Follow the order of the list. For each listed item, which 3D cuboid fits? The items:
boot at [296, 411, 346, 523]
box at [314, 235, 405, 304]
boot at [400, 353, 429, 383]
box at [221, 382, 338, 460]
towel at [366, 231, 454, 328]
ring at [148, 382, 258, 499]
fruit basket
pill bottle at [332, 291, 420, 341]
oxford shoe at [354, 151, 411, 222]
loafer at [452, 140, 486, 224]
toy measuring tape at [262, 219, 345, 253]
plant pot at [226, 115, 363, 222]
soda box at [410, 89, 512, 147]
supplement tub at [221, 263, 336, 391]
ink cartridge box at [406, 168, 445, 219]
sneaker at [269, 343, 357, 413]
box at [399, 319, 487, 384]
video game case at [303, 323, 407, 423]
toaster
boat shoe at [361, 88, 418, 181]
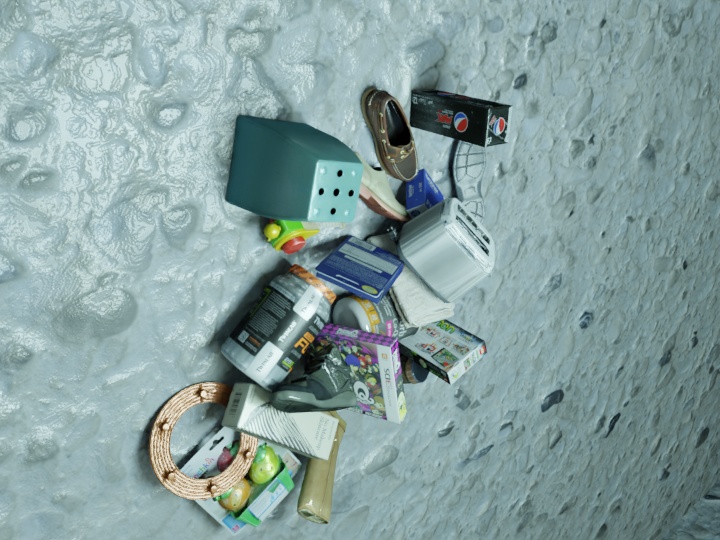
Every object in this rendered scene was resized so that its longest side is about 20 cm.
[{"bbox_3d":[-0.089,0.366,1.331,0.175,0.065,0.202,47,45,-43],"label":"boot"},{"bbox_3d":[0.000,0.000,1.206,0.200,0.120,0.033,-46,158,-64],"label":"box"},{"bbox_3d":[0.118,0.180,1.500,0.075,0.096,0.200,61,37,-12],"label":"boot"},{"bbox_3d":[-0.141,0.271,1.226,0.199,0.068,0.083,28,68,-31],"label":"box"},{"bbox_3d":[0.100,0.012,1.332,0.131,0.202,0.034,-13,159,-39],"label":"towel"},{"bbox_3d":[-0.267,0.297,1.193,0.198,0.019,0.204,2,87,-33],"label":"ring"},{"bbox_3d":[-0.219,0.376,1.273,0.185,0.093,0.201,-43,128,-17],"label":"fruit basket"},{"bbox_3d":[0.052,0.087,1.357,0.198,0.116,0.118,-17,120,-34],"label":"pill bottle"},{"bbox_3d":[0.039,-0.149,1.273,0.199,0.070,0.075,31,81,-47],"label":"oxford shoe"},{"bbox_3d":[0.220,-0.189,1.426,0.071,0.063,0.203,-7,106,-7],"label":"loafer"},{"bbox_3d":[-0.105,-0.068,1.200,0.199,0.073,0.075,-10,117,-57],"label":"toy measuring tape"},{"bbox_3d":[-0.093,-0.146,1.069,0.140,0.199,0.143,-2,111,-40],"label":"plant pot"},{"bbox_3d":[0.178,-0.278,1.240,0.063,0.199,0.072,-15,119,-34],"label":"soda box"},{"bbox_3d":[-0.138,0.096,1.192,0.201,0.122,0.123,-53,133,-8],"label":"supplement tub"},{"bbox_3d":[0.154,-0.102,1.376,0.200,0.044,0.095,47,36,-42],"label":"ink cartridge box"},{"bbox_3d":[-0.087,0.189,1.203,0.198,0.076,0.116,8,65,-48],"label":"sneaker"},{"bbox_3d":[0.150,0.147,1.409,0.110,0.199,0.035,-35,128,-23],"label":"box"},{"bbox_3d":[-0.014,0.190,1.293,0.036,0.198,0.183,-46,137,-47],"label":"video game case"},{"bbox_3d":[0.159,-0.045,1.272,0.200,0.129,0.114,44,34,-18],"label":"toaster"},{"bbox_3d":[0.064,-0.238,1.253,0.070,0.070,0.201,-47,133,-15],"label":"boat shoe"}]
